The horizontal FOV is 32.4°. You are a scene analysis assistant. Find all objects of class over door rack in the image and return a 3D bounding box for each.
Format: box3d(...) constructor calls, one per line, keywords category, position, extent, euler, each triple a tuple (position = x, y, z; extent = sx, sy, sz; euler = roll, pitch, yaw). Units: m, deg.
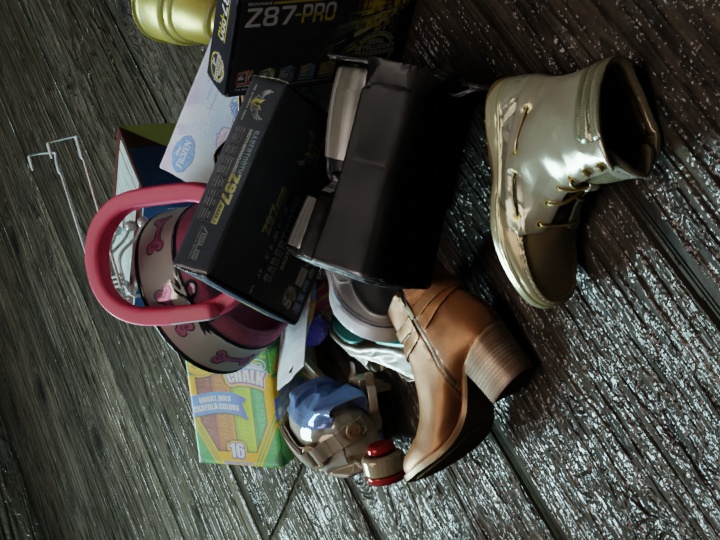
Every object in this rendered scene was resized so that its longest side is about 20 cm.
box3d(category="over door rack", position=(-0.302, -0.064, 1.436), extent=(0.201, 0.066, 0.148), euler=(63, 157, -9))

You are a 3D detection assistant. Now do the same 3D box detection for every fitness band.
box3d(category="fitness band", position=(-0.195, -0.017, 1.280), extent=(0.199, 0.037, 0.145), euler=(-5, 91, 25))

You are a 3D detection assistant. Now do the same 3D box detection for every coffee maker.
box3d(category="coffee maker", position=(0.032, -0.086, 1.137), extent=(0.192, 0.134, 0.201), euler=(20, 99, 56))

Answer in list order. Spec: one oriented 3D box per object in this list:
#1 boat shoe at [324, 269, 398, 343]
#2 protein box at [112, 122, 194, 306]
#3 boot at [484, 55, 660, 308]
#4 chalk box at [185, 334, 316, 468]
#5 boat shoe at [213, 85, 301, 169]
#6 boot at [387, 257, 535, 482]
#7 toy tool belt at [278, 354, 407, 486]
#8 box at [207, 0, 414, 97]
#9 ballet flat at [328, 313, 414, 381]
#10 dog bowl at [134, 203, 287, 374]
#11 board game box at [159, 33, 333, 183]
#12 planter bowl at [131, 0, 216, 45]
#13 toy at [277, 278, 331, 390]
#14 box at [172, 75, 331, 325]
box3d(category="boat shoe", position=(0.000, 0.000, 1.328), extent=(0.200, 0.073, 0.066), euler=(-120, 38, -51))
box3d(category="protein box", position=(-0.199, -0.066, 1.550), extent=(0.135, 0.197, 0.201), euler=(-119, 32, -41))
box3d(category="boot", position=(0.175, -0.066, 1.005), extent=(0.154, 0.072, 0.201), euler=(0, 100, 59))
box3d(category="chalk box", position=(-0.133, 0.127, 1.541), extent=(0.124, 0.124, 0.201), euler=(-1, 104, 25))
box3d(category="boat shoe", position=(-0.115, -0.110, 1.286), extent=(0.072, 0.072, 0.201), euler=(-119, 37, -59))
box3d(category="boot", position=(0.070, 0.099, 1.222), extent=(0.155, 0.074, 0.200), euler=(50, 121, 24))
box3d(category="toy tool belt", position=(-0.019, 0.163, 1.395), extent=(0.200, 0.124, 0.124), euler=(7, 112, 64))
box3d(category="box", position=(-0.042, -0.255, 1.195), extent=(0.049, 0.199, 0.162), euler=(53, 142, 38))
box3d(category="ballet flat", position=(0.028, 0.086, 1.350), extent=(0.200, 0.069, 0.070), euler=(14, 113, 59))
box3d(category="dog bowl", position=(-0.154, 0.010, 1.389), extent=(0.074, 0.200, 0.201), euler=(-27, 75, 31))
box3d(category="board game box", position=(-0.094, -0.146, 1.337), extent=(0.198, 0.043, 0.200), euler=(30, 125, 0))
box3d(category="planter bowl", position=(-0.156, -0.319, 1.412), extent=(0.083, 0.200, 0.201), euler=(45, 140, 22))
box3d(category="toy", position=(-0.057, 0.031, 1.444), extent=(0.115, 0.047, 0.201), euler=(132, 143, -64))
box3d(category="box", position=(-0.082, -0.065, 1.205), extent=(0.051, 0.158, 0.201), euler=(16, 79, 36))
